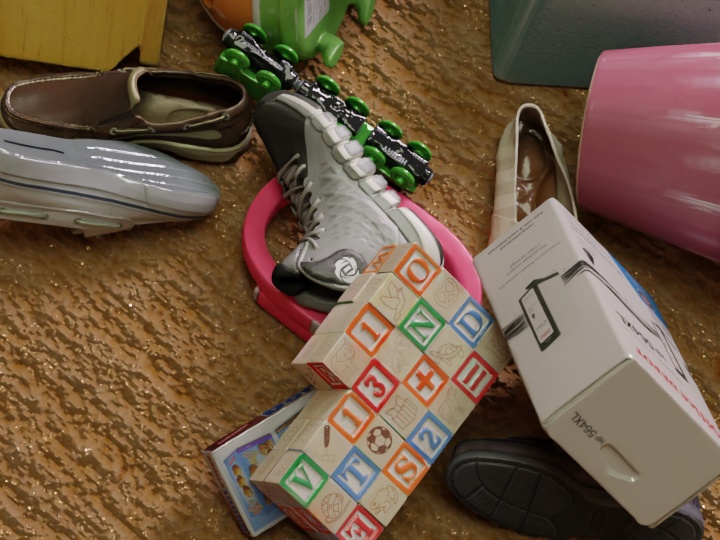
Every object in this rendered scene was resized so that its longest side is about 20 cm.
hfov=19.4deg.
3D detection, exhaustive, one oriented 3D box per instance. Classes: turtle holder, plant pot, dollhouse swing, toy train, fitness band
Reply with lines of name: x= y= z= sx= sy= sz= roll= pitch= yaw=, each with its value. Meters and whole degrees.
turtle holder: x=-0.059 y=-0.264 z=1.717 sx=0.131 sy=0.141 sz=0.187 roll=14 pitch=70 yaw=17
plant pot: x=0.269 y=-0.098 z=1.661 sx=0.178 sy=0.201 sz=0.201 roll=10 pitch=58 yaw=13
dollhouse swing: x=-0.252 y=-0.273 z=1.748 sx=0.198 sy=0.176 sz=0.183 roll=8 pitch=101 yaw=-6
toy train: x=-0.030 y=-0.123 z=1.669 sx=0.199 sy=0.056 sz=0.042 roll=36 pitch=62 yaw=-5
plant pot: x=0.219 y=-0.287 z=1.742 sx=0.195 sy=0.200 sz=0.197 roll=3 pitch=60 yaw=-8
fitness band: x=0.000 y=0.000 z=1.640 sx=0.199 sy=0.038 sz=0.144 roll=36 pitch=59 yaw=10

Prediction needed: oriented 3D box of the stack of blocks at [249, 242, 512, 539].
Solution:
stack of blocks: x=0.009 y=0.093 z=1.522 sx=0.115 sy=0.058 sz=0.200 roll=43 pitch=72 yaw=-17

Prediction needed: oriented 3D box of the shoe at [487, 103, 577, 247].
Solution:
shoe: x=0.136 y=-0.041 z=1.673 sx=0.069 sy=0.053 sz=0.201 roll=2 pitch=61 yaw=-9

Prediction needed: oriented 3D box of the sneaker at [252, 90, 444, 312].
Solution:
sneaker: x=-0.039 y=-0.042 z=1.594 sx=0.115 sy=0.075 sz=0.200 roll=-37 pitch=73 yaw=-26

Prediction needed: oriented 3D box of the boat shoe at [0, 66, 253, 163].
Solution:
boat shoe: x=-0.183 y=-0.135 z=1.658 sx=0.201 sy=0.075 sz=0.075 roll=1 pitch=61 yaw=-9

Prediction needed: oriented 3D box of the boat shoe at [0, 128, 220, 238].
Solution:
boat shoe: x=-0.208 y=-0.060 z=1.620 sx=0.199 sy=0.067 sz=0.074 roll=12 pitch=27 yaw=-25

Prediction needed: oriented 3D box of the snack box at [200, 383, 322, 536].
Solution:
snack box: x=-0.017 y=0.115 z=1.555 sx=0.199 sy=0.024 sz=0.072 roll=-30 pitch=101 yaw=-22

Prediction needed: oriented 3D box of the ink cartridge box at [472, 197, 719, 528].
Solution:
ink cartridge box: x=0.174 y=0.065 z=1.521 sx=0.084 sy=0.146 sz=0.201 roll=-38 pitch=35 yaw=13

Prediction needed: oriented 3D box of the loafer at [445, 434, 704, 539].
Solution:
loafer: x=0.158 y=0.159 z=1.566 sx=0.198 sy=0.072 sz=0.063 roll=16 pitch=39 yaw=-8
